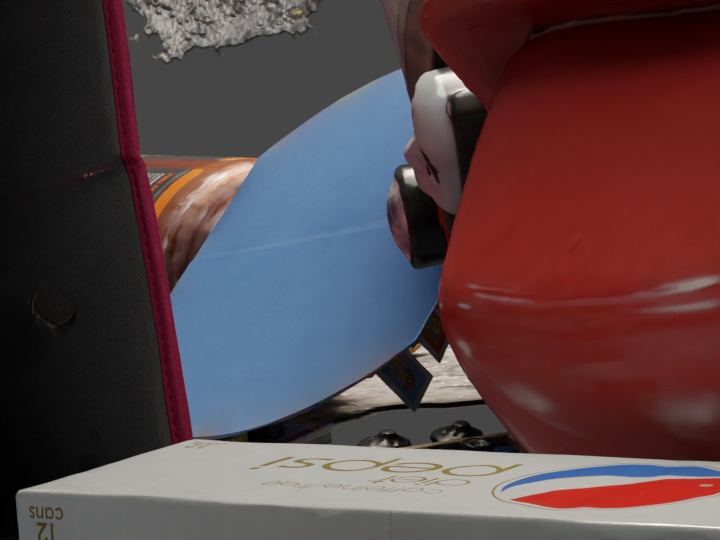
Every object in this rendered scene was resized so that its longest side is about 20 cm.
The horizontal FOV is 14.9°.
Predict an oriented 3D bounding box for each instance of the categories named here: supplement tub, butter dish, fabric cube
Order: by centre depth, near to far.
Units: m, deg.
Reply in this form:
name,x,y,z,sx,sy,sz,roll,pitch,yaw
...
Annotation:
name,x,y,z,sx,sy,sz,roll,pitch,yaw
butter dish,0.102,0.030,0.650,0.199,0.148,0.200,44,-25,-28
fabric cube,-0.184,-0.006,0.722,0.196,0.201,0.199,-7,-3,-33
supplement tub,-0.069,0.003,1.191,0.107,0.107,0.200,-6,6,-30

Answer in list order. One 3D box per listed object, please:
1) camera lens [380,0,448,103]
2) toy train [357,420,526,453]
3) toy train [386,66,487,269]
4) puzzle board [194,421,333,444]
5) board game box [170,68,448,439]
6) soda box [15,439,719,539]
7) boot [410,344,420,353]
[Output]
name,x,y,z,sx,sy,sz,roll,pitch,yaw
camera lens,0.079,-0.124,0.924,0.159,0.160,0.200,-4,39,-9
toy train,0.077,0.062,0.863,0.199,0.034,0.046,-6,18,-34
toy train,0.105,-0.043,0.791,0.199,0.086,0.114,-9,-22,-3
puzzle board,-0.129,0.068,1.007,0.199,0.017,0.151,-2,5,21
board game box,0.000,0.000,1.022,0.158,0.039,0.200,-11,38,43
soda box,0.026,0.074,0.569,0.199,0.064,0.068,-1,6,34
boot,-0.080,-0.033,1.332,0.199,0.175,0.066,-2,41,36
